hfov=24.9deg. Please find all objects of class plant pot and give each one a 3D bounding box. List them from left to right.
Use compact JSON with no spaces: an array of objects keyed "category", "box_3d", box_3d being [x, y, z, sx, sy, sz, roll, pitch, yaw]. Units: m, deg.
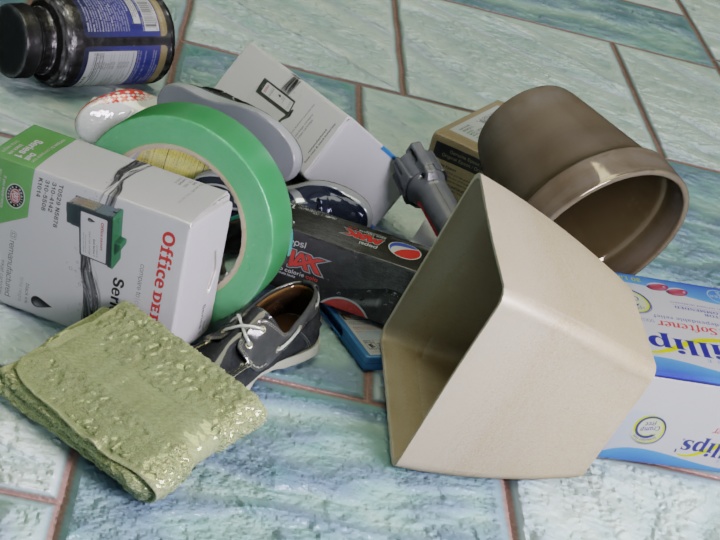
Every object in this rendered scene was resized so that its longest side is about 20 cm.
[{"category":"plant pot","box_3d":[0.144,0.070,1.439,0.177,0.200,0.200,21,30,-16]},{"category":"plant pot","box_3d":[0.211,-0.091,1.682,0.199,0.200,0.174,-3,49,-34]}]

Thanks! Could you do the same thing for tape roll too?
[{"category":"tape roll","box_3d":[-0.163,-0.050,1.482,0.200,0.201,0.048,22,27,11]}]

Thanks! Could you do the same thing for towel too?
[{"category":"towel","box_3d":[-0.187,0.102,1.326,0.200,0.037,0.148,30,45,30]}]

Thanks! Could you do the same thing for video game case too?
[{"category":"video game case","box_3d":[0.024,0.037,1.627,0.143,0.018,0.200,0,31,-29]}]

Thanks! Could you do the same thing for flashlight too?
[{"category":"flashlight","box_3d":[0.091,-0.041,1.711,0.068,0.068,0.200,33,22,-48]}]

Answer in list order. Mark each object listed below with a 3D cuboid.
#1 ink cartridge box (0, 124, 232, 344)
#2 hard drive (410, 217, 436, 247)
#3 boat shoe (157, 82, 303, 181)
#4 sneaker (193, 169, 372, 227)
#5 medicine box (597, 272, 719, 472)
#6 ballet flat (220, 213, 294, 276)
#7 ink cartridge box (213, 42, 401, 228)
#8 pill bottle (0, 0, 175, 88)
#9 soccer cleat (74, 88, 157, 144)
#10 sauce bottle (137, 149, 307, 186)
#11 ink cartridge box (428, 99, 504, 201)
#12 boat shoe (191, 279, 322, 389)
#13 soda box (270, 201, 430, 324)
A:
[{"category":"ink cartridge box","box_3d":[-0.228,-0.024,1.441,0.199,0.147,0.084,19,28,13]},{"category":"hard drive","box_3d":[0.157,-0.007,1.778,0.199,0.027,0.132,21,27,8]},{"category":"boat shoe","box_3d":[-0.127,-0.150,1.703,0.200,0.069,0.057,30,25,32]},{"category":"sneaker","box_3d":[-0.094,-0.051,1.657,0.199,0.070,0.109,9,21,11]},{"category":"medicine box","box_3d":[0.296,0.096,1.572,0.182,0.103,0.200,9,27,-16]},{"category":"ballet flat","box_3d":[-0.148,-0.017,1.548,0.199,0.069,0.068,-9,7,35]},{"category":"ink cartridge box","box_3d":[-0.055,-0.151,1.808,0.200,0.084,0.146,40,3,41]},{"category":"pill bottle","box_3d":[-0.327,-0.273,1.919,0.200,0.112,0.112,-8,35,-41]},{"category":"soccer cleat","box_3d":[-0.218,-0.157,1.809,0.199,0.069,0.085,2,25,-36]},{"category":"sauce bottle","box_3d":[-0.155,-0.105,1.748,0.199,0.066,0.066,18,26,-1]},{"category":"ink cartridge box","box_3d":[0.189,-0.128,1.978,0.164,0.075,0.200,25,27,19]},{"category":"boat shoe","box_3d":[-0.106,0.062,1.448,0.072,0.068,0.200,30,34,26]},{"category":"soda box","box_3d":[0.000,0.000,1.581,0.199,0.071,0.063,19,25,4]}]
